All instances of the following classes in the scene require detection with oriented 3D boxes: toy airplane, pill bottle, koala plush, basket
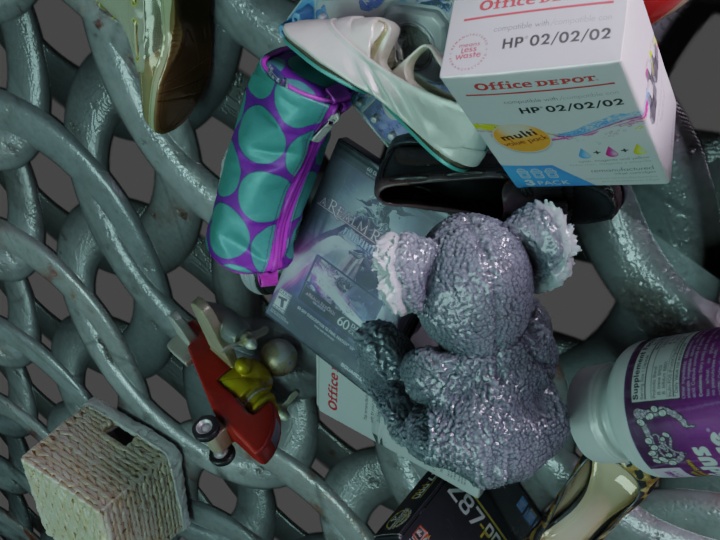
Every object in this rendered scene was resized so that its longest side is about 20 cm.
[{"bbox_3d":[-0.144,0.114,1.080,0.200,0.141,0.200,-162,48,-82],"label":"toy airplane"},{"bbox_3d":[0.265,0.103,0.709,0.200,0.112,0.112,-18,108,47],"label":"pill bottle"},{"bbox_3d":[0.090,0.042,0.713,0.184,0.177,0.200,-109,14,-57],"label":"koala plush"},{"bbox_3d":[-0.397,0.344,1.443,0.198,0.161,0.200,24,132,27],"label":"basket"}]

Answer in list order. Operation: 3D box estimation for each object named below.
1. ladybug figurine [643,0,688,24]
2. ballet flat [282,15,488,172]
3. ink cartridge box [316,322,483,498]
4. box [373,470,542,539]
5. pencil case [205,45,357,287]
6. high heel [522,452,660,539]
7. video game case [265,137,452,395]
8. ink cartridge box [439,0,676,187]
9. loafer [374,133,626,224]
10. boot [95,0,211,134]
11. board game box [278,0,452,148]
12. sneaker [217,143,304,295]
[{"bbox_3d":[0.158,-0.217,0.581,0.136,0.072,0.200,49,139,-1],"label":"ladybug figurine"},{"bbox_3d":[0.027,-0.157,0.716,0.200,0.069,0.070,40,139,17],"label":"ballet flat"},{"bbox_3d":[0.059,0.111,0.916,0.200,0.084,0.146,25,133,25],"label":"ink cartridge box"},{"bbox_3d":[0.124,0.296,0.946,0.049,0.161,0.200,-25,102,49],"label":"box"},{"bbox_3d":[-0.072,-0.091,0.801,0.092,0.085,0.200,47,130,32],"label":"pencil case"},{"bbox_3d":[0.206,0.222,0.830,0.071,0.143,0.200,37,138,13],"label":"high heel"},{"bbox_3d":[0.000,0.000,0.843,0.143,0.019,0.200,36,120,20],"label":"video game case"},{"bbox_3d":[0.127,-0.126,0.592,0.115,0.068,0.200,0,159,29],"label":"ink cartridge box"},{"bbox_3d":[0.107,-0.060,0.733,0.200,0.063,0.072,12,137,20],"label":"loafer"},{"bbox_3d":[-0.223,-0.247,0.892,0.154,0.072,0.200,29,129,20],"label":"boot"},{"bbox_3d":[0.042,-0.182,0.747,0.200,0.026,0.200,50,139,-2],"label":"board game box"},{"bbox_3d":[-0.071,-0.045,0.921,0.114,0.075,0.200,21,138,26],"label":"sneaker"}]
